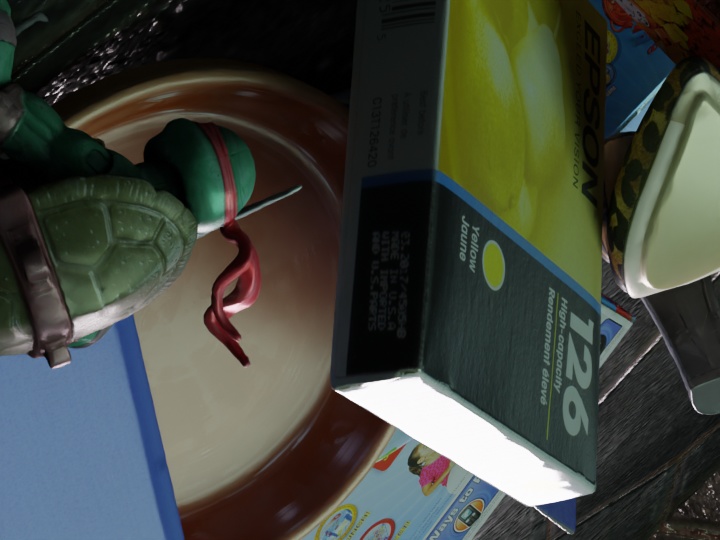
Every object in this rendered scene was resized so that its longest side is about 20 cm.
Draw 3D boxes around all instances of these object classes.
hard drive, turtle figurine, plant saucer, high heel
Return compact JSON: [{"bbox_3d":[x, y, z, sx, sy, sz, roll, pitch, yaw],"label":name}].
[{"bbox_3d":[-0.130,0.068,0.822,0.132,0.025,0.200,-23,119,-23],"label":"hard drive"},{"bbox_3d":[-0.106,-0.018,0.722,0.200,0.101,0.150,-20,126,-14],"label":"turtle figurine"},{"bbox_3d":[-0.067,0.021,0.886,0.200,0.032,0.201,-11,114,-26],"label":"plant saucer"},{"bbox_3d":[0.117,-0.050,0.989,0.071,0.143,0.200,-17,142,-4],"label":"high heel"}]

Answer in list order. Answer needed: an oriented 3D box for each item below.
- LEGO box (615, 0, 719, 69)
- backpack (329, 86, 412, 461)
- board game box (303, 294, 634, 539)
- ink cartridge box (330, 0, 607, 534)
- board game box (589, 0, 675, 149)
[{"bbox_3d":[0.184,-0.169,0.965,0.200,0.149,0.077,-39,165,-10],"label":"LEGO box"},{"bbox_3d":[0.000,0.000,1.033,0.200,0.154,0.163,-43,145,-51],"label":"backpack"},{"bbox_3d":[0.023,0.066,1.232,0.200,0.056,0.196,-53,148,5],"label":"board game box"},{"bbox_3d":[0.058,-0.022,0.916,0.047,0.198,0.200,-9,156,29],"label":"ink cartridge box"},{"bbox_3d":[0.154,-0.102,1.179,0.196,0.056,0.200,-47,164,19],"label":"board game box"}]
